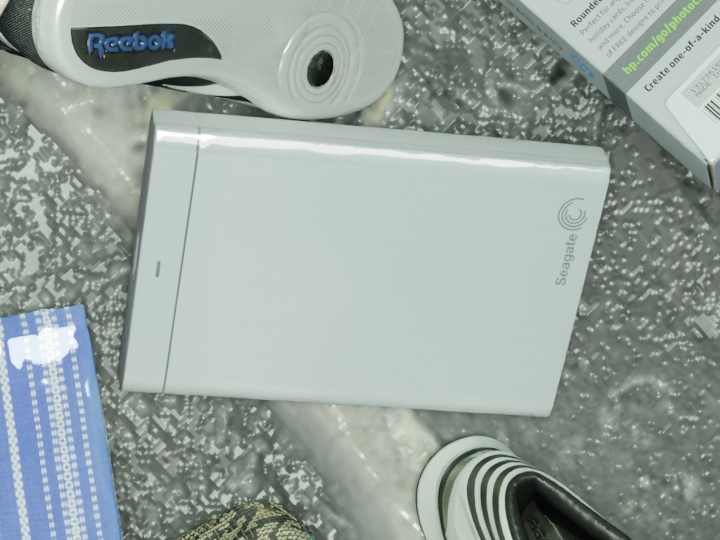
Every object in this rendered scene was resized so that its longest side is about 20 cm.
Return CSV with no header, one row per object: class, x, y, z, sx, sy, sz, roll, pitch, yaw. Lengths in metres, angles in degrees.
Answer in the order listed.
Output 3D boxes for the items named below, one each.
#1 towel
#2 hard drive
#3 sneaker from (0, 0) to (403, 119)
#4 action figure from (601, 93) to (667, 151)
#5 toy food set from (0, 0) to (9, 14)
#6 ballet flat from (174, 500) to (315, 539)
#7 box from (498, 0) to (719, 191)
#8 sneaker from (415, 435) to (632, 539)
towel,-0.203,0.093,0.882,0.199,0.024,0.146,-7,73,-13
hard drive,0.000,0.000,0.920,0.199,0.027,0.133,4,120,-12
sneaker,-0.081,-0.116,0.893,0.199,0.112,0.074,3,105,-46
action figure,0.224,-0.070,0.958,0.200,0.104,0.194,-48,111,-15
toy food set,-0.204,-0.103,0.745,0.143,0.060,0.201,31,88,-14
ballet flat,-0.107,0.163,0.915,0.199,0.075,0.068,-26,104,-7
box,0.132,-0.156,0.895,0.156,0.041,0.200,-45,71,-3
sneaker,0.093,0.174,0.935,0.075,0.115,0.201,-28,101,-13
